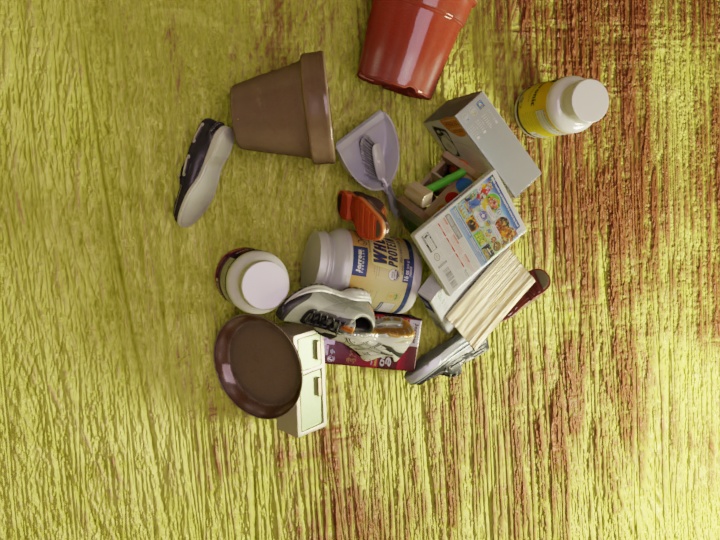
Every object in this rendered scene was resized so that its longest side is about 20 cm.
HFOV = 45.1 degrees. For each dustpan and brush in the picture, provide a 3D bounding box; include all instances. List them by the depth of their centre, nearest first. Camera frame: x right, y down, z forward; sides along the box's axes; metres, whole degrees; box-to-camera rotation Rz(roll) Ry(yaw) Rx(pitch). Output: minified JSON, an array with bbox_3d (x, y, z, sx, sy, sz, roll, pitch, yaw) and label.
[{"bbox_3d":[0.037,-0.187,1.664,0.140,0.057,0.200,-41,135,-27],"label":"dustpan and brush"}]

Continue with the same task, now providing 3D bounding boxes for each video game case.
[{"bbox_3d":[0.199,-0.069,1.573,0.200,0.018,0.143,-39,115,-14],"label":"video game case"}]

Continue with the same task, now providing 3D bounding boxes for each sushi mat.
[{"bbox_3d":[0.258,0.054,1.703,0.096,0.012,0.200,47,73,-12],"label":"sushi mat"}]

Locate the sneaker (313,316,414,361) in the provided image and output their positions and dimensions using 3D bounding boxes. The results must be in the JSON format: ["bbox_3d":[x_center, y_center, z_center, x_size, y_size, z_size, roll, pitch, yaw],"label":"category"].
[{"bbox_3d":[0.001,0.130,1.603,0.200,0.076,0.088,11,123,-20],"label":"sneaker"}]

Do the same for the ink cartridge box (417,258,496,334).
[{"bbox_3d":[0.200,0.009,1.684,0.041,0.200,0.200,35,80,26],"label":"ink cartridge box"}]

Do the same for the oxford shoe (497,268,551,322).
[{"bbox_3d":[0.297,0.070,1.766,0.200,0.075,0.071,-25,71,-11],"label":"oxford shoe"}]

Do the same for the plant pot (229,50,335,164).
[{"bbox_3d":[-0.139,-0.283,1.553,0.174,0.200,0.201,-6,97,1],"label":"plant pot"}]

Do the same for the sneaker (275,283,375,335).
[{"bbox_3d":[-0.054,0.073,1.497,0.200,0.074,0.079,2,52,-36],"label":"sneaker"}]

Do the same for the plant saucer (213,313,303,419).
[{"bbox_3d":[-0.181,0.172,1.579,0.032,0.200,0.201,-26,106,-57],"label":"plant saucer"}]

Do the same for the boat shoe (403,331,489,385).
[{"bbox_3d":[0.181,0.182,1.739,0.200,0.072,0.071,-31,99,-16],"label":"boat shoe"}]

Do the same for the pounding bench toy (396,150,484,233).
[{"bbox_3d":[0.167,-0.142,1.627,0.124,0.200,0.156,39,79,25],"label":"pounding bench toy"}]

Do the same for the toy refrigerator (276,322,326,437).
[{"bbox_3d":[-0.111,0.202,1.615,0.076,0.070,0.200,-15,109,-43],"label":"toy refrigerator"}]

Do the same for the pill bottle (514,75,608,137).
[{"bbox_3d":[0.397,-0.323,1.705,0.111,0.200,0.112,-2,95,-19],"label":"pill bottle"}]

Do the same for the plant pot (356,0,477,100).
[{"bbox_3d":[0.090,-0.432,1.609,0.200,0.201,0.196,16,98,-19],"label":"plant pot"}]

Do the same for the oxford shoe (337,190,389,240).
[{"bbox_3d":[0.021,-0.108,1.597,0.073,0.200,0.071,-4,114,-20],"label":"oxford shoe"}]

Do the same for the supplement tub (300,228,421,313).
[{"bbox_3d":[0.000,0.000,1.626,0.200,0.144,0.145,8,92,-19],"label":"supplement tub"}]

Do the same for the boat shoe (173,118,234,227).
[{"bbox_3d":[-0.293,-0.176,1.558,0.060,0.074,0.200,29,103,22],"label":"boat shoe"}]

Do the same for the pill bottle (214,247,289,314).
[{"bbox_3d":[-0.189,0.018,1.534,0.111,0.200,0.112,-2,95,-19],"label":"pill bottle"}]

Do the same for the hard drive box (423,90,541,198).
[{"bbox_3d":[0.235,-0.239,1.681,0.077,0.156,0.200,-43,105,-11],"label":"hard drive box"}]

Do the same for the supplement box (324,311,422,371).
[{"bbox_3d":[0.012,0.132,1.685,0.200,0.061,0.109,7,93,-20],"label":"supplement box"}]
